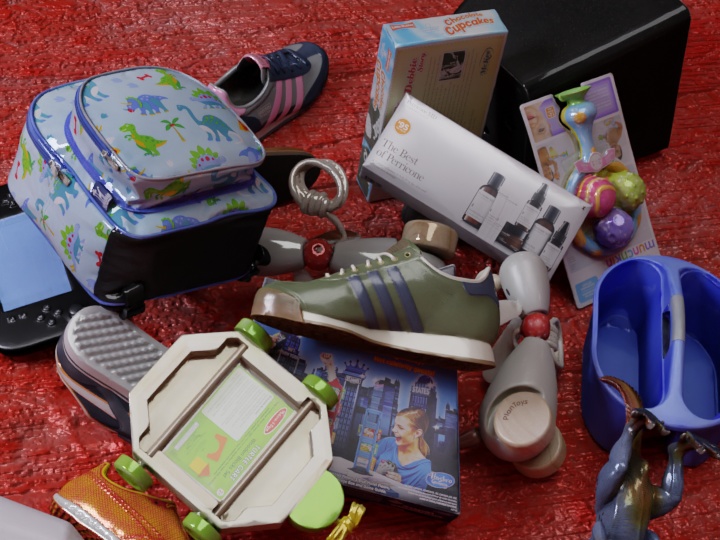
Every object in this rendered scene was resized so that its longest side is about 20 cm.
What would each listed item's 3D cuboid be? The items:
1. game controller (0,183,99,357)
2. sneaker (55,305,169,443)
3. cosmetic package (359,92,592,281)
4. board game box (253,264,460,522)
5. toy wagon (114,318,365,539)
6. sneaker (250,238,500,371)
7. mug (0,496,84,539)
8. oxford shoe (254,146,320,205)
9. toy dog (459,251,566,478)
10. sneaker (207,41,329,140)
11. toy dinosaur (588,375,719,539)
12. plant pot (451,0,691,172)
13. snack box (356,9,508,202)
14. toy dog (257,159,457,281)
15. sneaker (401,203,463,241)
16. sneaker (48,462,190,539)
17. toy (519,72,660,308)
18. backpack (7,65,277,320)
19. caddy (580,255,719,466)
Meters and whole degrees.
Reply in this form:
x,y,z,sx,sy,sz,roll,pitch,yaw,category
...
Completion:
x,y,z,sx,sy,sz,roll,pitch,yaw,category
-0.302,-0.006,1.326,0.104,0.042,0.201,-12,49,-20,game controller
-0.166,0.111,1.220,0.200,0.079,0.079,41,55,-5,sneaker
0.104,-0.073,1.342,0.199,0.051,0.083,31,80,1,cosmetic package
0.004,0.083,1.210,0.198,0.062,0.201,15,74,-1,board game box
-0.084,0.140,1.129,0.200,0.040,0.155,39,69,6,toy wagon
0.017,0.017,1.162,0.199,0.067,0.091,13,77,-9,sneaker
-0.280,0.242,1.052,0.152,0.188,0.149,14,13,-8,mug
-0.138,-0.098,1.423,0.198,0.072,0.072,-8,44,-15,oxford shoe
0.120,0.087,1.259,0.095,0.133,0.201,-7,40,12,toy dog
-0.093,-0.196,1.513,0.070,0.082,0.200,27,48,17,sneaker
0.217,0.208,1.159,0.104,0.183,0.200,23,12,-10,toy dinosaur
0.197,-0.213,1.512,0.177,0.200,0.200,-28,56,-18,plant pot
0.066,-0.156,1.418,0.115,0.201,0.037,-11,51,-19,snack box
0.000,0.000,1.333,0.199,0.096,0.132,29,74,14,toy dog
0.140,-0.045,1.416,0.198,0.067,0.091,0,45,-15,sneaker
-0.151,0.213,1.119,0.200,0.073,0.077,37,53,23,sneaker
0.231,-0.078,1.391,0.115,0.047,0.201,-21,96,-27,toy
-0.186,-0.086,1.233,0.182,0.148,0.200,-18,50,-44,backpack
0.269,0.073,1.297,0.140,0.105,0.201,9,46,1,caddy
